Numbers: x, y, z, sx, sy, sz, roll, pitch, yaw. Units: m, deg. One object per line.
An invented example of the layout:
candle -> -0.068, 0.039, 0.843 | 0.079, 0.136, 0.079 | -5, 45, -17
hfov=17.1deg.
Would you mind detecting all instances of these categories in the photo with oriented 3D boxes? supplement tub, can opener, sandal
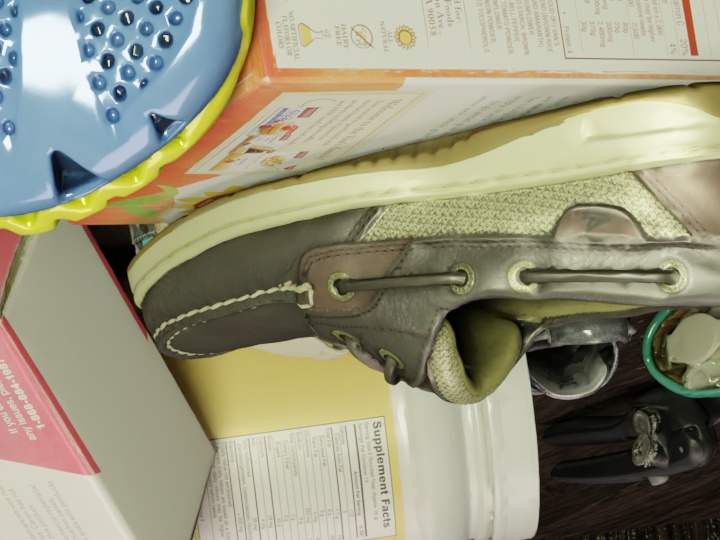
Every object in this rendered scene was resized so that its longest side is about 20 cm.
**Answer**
supplement tub -> -0.033, 0.066, 1.013 | 0.199, 0.146, 0.145 | -8, 169, -4
can opener -> 0.189, 0.122, 1.672 | 0.078, 0.064, 0.200 | -2, 167, -31
sandal -> -0.123, -0.048, 0.562 | 0.199, 0.080, 0.087 | -12, 164, 12

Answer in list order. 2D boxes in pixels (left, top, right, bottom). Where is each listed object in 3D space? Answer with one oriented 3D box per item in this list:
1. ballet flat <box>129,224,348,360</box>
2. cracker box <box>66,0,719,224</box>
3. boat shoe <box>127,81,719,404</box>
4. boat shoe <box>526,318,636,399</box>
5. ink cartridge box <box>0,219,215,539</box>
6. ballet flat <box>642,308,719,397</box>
ballet flat -> 0.000, 0.000, 0.906 | 0.200, 0.072, 0.072 | 0, 166, -39
cracker box -> 0.029, -0.057, 0.667 | 0.199, 0.058, 0.134 | -1, 166, -29
boat shoe -> 0.022, 0.003, 0.640 | 0.200, 0.066, 0.072 | -16, 166, 30
boat shoe -> 0.091, 0.027, 1.108 | 0.071, 0.068, 0.200 | -6, 169, -8
ink cartridge box -> -0.176, 0.062, 0.879 | 0.199, 0.083, 0.147 | -12, 127, 21
ballet flat -> 0.221, 0.030, 1.211 | 0.070, 0.068, 0.200 | -9, 174, -43
